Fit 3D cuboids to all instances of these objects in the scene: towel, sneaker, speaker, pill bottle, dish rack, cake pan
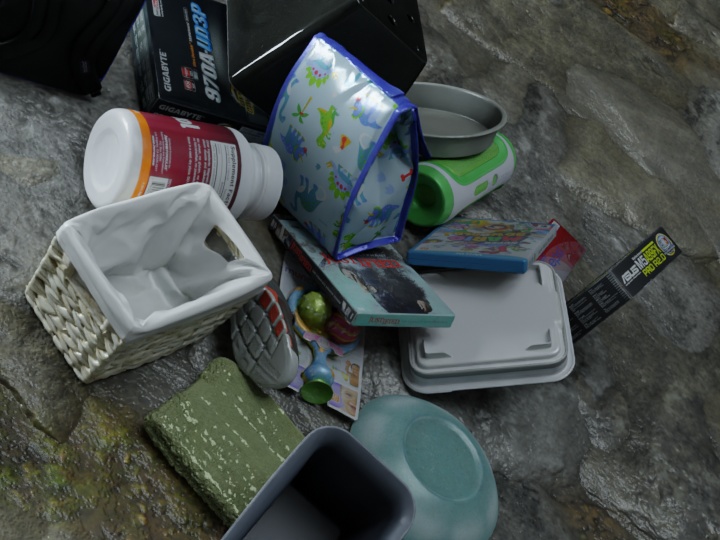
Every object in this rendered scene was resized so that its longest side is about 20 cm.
[{"bbox_3d":[-0.113,0.190,1.479,0.200,0.036,0.148,47,40,2],"label":"towel"},{"bbox_3d":[-0.093,0.052,1.564,0.082,0.077,0.200,24,25,-39],"label":"sneaker"},{"bbox_3d":[0.125,-0.121,1.917,0.089,0.088,0.200,49,38,7],"label":"speaker"},{"bbox_3d":[-0.190,-0.108,1.617,0.200,0.113,0.113,7,52,-38],"label":"pill bottle"},{"bbox_3d":[0.143,0.056,1.723,0.199,0.044,0.172,-5,50,2],"label":"dish rack"},{"bbox_3d":[0.089,-0.194,1.919,0.199,0.037,0.200,5,26,-2],"label":"cake pan"}]

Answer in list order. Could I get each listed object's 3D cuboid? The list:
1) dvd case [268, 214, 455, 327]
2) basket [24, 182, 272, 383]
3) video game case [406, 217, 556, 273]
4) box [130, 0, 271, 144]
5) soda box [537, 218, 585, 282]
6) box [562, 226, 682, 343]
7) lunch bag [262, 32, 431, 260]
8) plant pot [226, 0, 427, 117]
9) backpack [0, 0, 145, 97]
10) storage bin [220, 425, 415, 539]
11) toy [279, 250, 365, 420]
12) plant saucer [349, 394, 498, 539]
[{"bbox_3d":[0.000,0.000,1.700,0.146,0.022,0.200,3,31,-38],"label":"dvd case"},{"bbox_3d":[-0.213,0.014,1.481,0.200,0.123,0.136,-22,72,-47],"label":"basket"},{"bbox_3d":[0.151,-0.033,1.805,0.143,0.018,0.200,5,16,17],"label":"video game case"},{"bbox_3d":[-0.194,-0.248,1.789,0.159,0.046,0.201,14,48,-33],"label":"box"},{"bbox_3d":[0.213,0.015,1.885,0.063,0.070,0.200,45,39,0],"label":"soda box"},{"bbox_3d":[0.286,0.041,1.821,0.044,0.200,0.160,51,40,6],"label":"box"},{"bbox_3d":[-0.016,-0.146,1.690,0.127,0.200,0.170,-20,48,-36],"label":"lunch bag"},{"bbox_3d":[-0.031,-0.285,1.814,0.199,0.177,0.200,37,32,-37],"label":"plant pot"},{"bbox_3d":[-0.329,-0.320,1.617,0.162,0.200,0.168,9,51,-34],"label":"backpack"},{"bbox_3d":[-0.057,0.263,1.349,0.146,0.134,0.200,42,62,-3],"label":"storage bin"},{"bbox_3d":[-0.035,0.060,1.651,0.115,0.047,0.200,28,42,-20],"label":"toy"},{"bbox_3d":[0.080,0.214,1.621,0.201,0.039,0.201,23,44,-24],"label":"plant saucer"}]
